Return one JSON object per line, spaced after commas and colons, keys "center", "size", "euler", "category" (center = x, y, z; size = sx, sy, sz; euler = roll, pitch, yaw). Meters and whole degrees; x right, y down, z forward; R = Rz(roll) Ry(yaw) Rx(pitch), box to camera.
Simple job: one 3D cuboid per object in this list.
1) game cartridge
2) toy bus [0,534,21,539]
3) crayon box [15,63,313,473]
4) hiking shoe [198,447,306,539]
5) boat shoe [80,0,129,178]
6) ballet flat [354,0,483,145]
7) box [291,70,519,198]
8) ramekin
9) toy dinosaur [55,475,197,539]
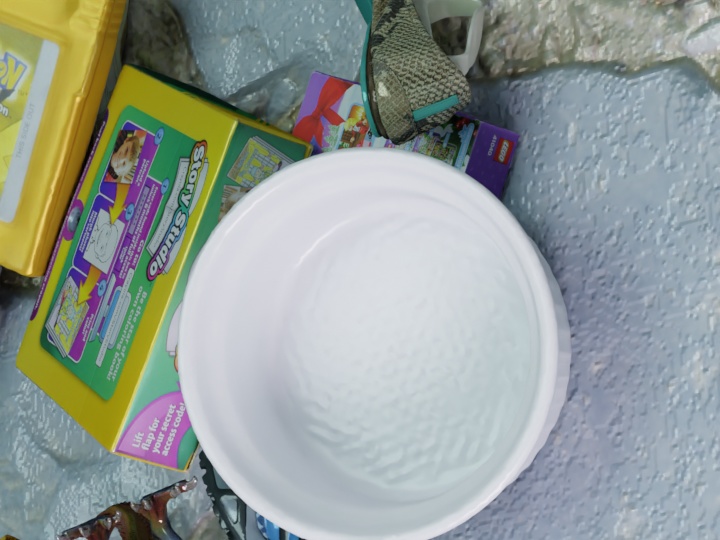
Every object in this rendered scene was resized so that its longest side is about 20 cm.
{"center": [-0.240, -0.119, 1.562], "size": [0.175, 0.032, 0.201], "euler": [22, 104, 24], "category": "game cartridge"}
{"center": [-0.222, 0.281, 1.428], "size": [0.191, 0.136, 0.201], "euler": [-26, 56, 2], "category": "toy bus"}
{"center": [-0.119, -0.006, 1.481], "size": [0.172, 0.058, 0.201], "euler": [30, 100, 59], "category": "crayon box"}
{"center": [-0.019, 0.150, 1.385], "size": [0.086, 0.075, 0.200], "euler": [-34, 51, 0], "category": "hiking shoe"}
{"center": [-0.188, -0.119, 1.594], "size": [0.074, 0.066, 0.201], "euler": [-17, 68, 38], "category": "boat shoe"}
{"center": [0.030, -0.139, 1.392], "size": [0.075, 0.068, 0.201], "euler": [-16, 36, 4], "category": "ballet flat"}
{"center": [0.000, 0.000, 1.412], "size": [0.136, 0.039, 0.201], "euler": [21, 94, 42], "category": "box"}
{"center": [0.015, 0.041, 1.307], "size": [0.199, 0.098, 0.202], "euler": [-1, 87, 17], "category": "ramekin"}
{"center": [-0.092, 0.214, 1.439], "size": [0.104, 0.200, 0.183], "euler": [-23, 90, 4], "category": "toy dinosaur"}
